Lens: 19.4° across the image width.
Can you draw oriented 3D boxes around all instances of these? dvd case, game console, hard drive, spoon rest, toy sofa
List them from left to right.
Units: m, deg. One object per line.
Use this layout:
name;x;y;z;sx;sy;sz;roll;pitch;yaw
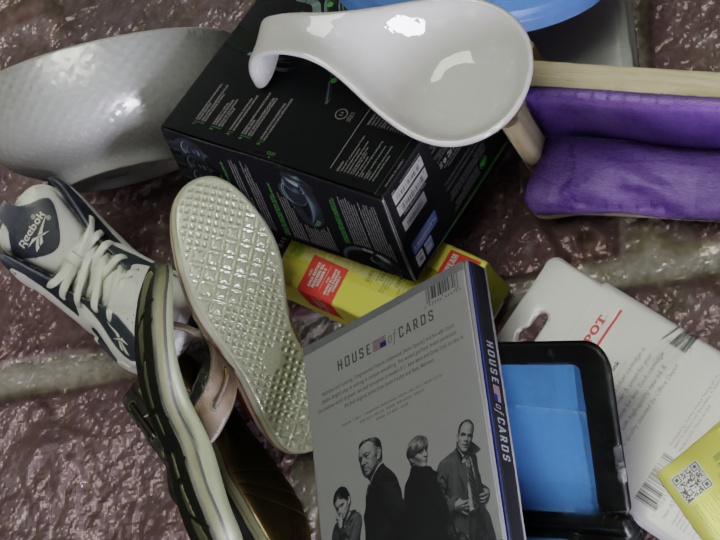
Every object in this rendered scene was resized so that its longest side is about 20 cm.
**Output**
spoon rest;0.014;-0.132;1.336;0.198;0.061;0.100;9;75;25
dvd case;0.030;0.112;1.315;0.150;0.025;0.202;-29;55;36
game console;0.062;0.146;1.299;0.199;0.117;0.176;-3;41;46
hard drive;0.126;-0.212;1.506;0.131;0.026;0.202;-13;65;21
toy sofa;0.195;-0.086;1.372;0.198;0.083;0.099;6;73;21

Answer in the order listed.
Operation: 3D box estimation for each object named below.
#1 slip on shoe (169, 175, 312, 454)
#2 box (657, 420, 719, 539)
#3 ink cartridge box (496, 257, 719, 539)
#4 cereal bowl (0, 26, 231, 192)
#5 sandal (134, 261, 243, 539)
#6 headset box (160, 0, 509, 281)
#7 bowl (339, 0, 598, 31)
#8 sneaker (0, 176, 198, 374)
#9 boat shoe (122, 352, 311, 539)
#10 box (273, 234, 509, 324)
slip on shoe;-0.079;0.031;1.429;0.074;0.201;0.061;-29;17;-19
box;0.232;0.155;1.198;0.050;0.200;0.076;-38;59;7
ink cartridge box;0.176;0.091;1.331;0.199;0.067;0.116;34;87;32
cereal bowl;-0.177;-0.109;1.524;0.198;0.200;0.084;-16;85;20
sandal;-0.105;0.092;1.383;0.057;0.080;0.203;-16;90;-16
headset box;-0.013;-0.109;1.434;0.199;0.093;0.175;18;60;29
bowl;0.077;-0.222;1.428;0.198;0.040;0.201;-3;35;2
sneaker;-0.195;-0.002;1.478;0.080;0.129;0.199;-53;31;4
boat shoe;-0.100;0.141;1.453;0.065;0.073;0.201;-45;53;15
box;0.000;0.000;1.457;0.199;0.050;0.076;25;79;32
